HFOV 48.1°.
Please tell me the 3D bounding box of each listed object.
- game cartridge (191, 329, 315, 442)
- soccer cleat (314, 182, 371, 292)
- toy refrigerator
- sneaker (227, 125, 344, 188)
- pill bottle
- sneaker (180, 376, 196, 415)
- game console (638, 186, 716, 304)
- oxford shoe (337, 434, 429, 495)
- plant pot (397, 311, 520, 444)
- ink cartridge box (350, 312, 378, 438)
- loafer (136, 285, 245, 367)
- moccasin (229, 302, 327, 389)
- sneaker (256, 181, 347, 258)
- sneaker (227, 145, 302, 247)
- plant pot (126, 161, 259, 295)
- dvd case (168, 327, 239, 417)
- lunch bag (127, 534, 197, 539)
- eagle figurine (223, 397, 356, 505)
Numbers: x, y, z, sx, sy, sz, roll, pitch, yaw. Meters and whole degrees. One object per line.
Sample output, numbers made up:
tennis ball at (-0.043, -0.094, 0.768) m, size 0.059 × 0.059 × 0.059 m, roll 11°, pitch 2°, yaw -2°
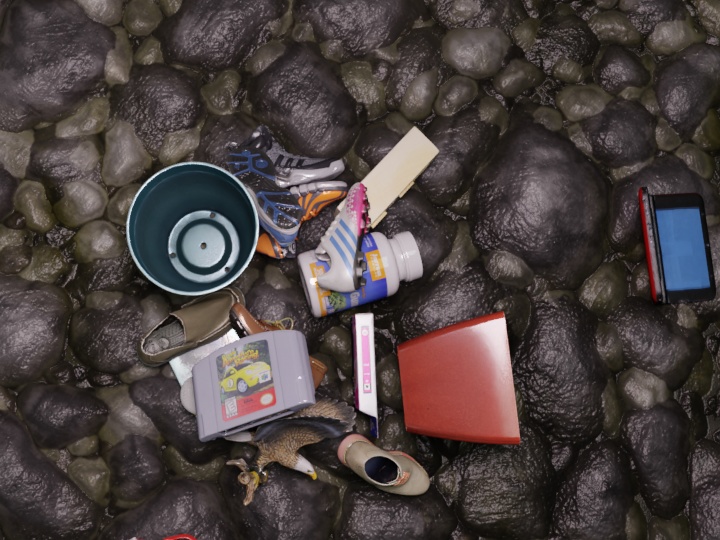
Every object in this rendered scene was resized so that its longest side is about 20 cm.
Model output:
game cartridge at (-0.169, 0.170, 1.237) m, size 0.198 × 0.041 × 0.135 m, roll -21°, pitch 60°, yaw 15°
soccer cleat at (-0.030, -0.058, 1.291) m, size 0.085 × 0.070 × 0.203 m, roll -1°, pitch 57°, yaw 9°
toy refrigerator at (0.047, -0.149, 1.405) m, size 0.070 × 0.076 × 0.200 m, roll 43°, pitch 79°, yaw 0°
sneaker at (-0.131, -0.196, 1.389) m, size 0.197 × 0.075 × 0.116 m, roll -12°, pitch 87°, yaw -6°
pill bottle at (0.000, 0.000, 1.361) m, size 0.197 × 0.112 × 0.114 m, roll -17°, pitch 85°, yaw -8°
sneaker at (-0.192, 0.209, 1.314) m, size 0.197 × 0.105 × 0.077 m, roll 0°, pitch 77°, yaw 24°
game console at (0.567, -0.046, 1.437) m, size 0.117 × 0.172 × 0.204 m, roll -8°, pitch 82°, yaw 19°
oxford shoe at (0.050, 0.332, 1.308) m, size 0.199 × 0.074 × 0.072 m, roll 29°, pitch 89°, yaw -35°
plant pot at (0.152, 0.184, 1.324) m, size 0.173 × 0.200 × 0.203 m, roll -7°, pitch 83°, yaw 3°
ink cartridge box at (0.006, 0.175, 1.347) m, size 0.036 × 0.095 × 0.204 m, roll -4°, pitch 83°, yaw -7°
loafer at (-0.275, 0.093, 1.316) m, size 0.199 × 0.070 × 0.076 m, roll -34°, pitch 87°, yaw -10°
moccasin at (-0.134, 0.119, 1.332) m, size 0.201 × 0.073 × 0.078 m, roll 42°, pitch 73°, yaw -14°
sneaker at (-0.105, -0.083, 1.370) m, size 0.197 × 0.077 × 0.114 m, roll -14°, pitch 91°, yaw 18°
sneaker at (-0.160, -0.121, 1.304) m, size 0.075 × 0.078 × 0.201 m, roll -20°, pitch 58°, yaw -19°
plant pot at (-0.259, -0.051, 1.298) m, size 0.197 × 0.188 × 0.204 m, roll 1°, pitch 82°, yaw -5°
dvd case at (-0.238, 0.160, 1.357) m, size 0.144 × 0.022 × 0.202 m, roll -26°, pitch 87°, yaw -9°
lunch bag at (-0.302, 0.507, 1.273) m, size 0.197 × 0.082 × 0.179 m, roll 14°, pitch 81°, yaw -4°
eagle figurine at (-0.110, 0.273, 1.301) m, size 0.200 × 0.152 × 0.151 m, roll -47°, pitch 129°, yaw 5°
